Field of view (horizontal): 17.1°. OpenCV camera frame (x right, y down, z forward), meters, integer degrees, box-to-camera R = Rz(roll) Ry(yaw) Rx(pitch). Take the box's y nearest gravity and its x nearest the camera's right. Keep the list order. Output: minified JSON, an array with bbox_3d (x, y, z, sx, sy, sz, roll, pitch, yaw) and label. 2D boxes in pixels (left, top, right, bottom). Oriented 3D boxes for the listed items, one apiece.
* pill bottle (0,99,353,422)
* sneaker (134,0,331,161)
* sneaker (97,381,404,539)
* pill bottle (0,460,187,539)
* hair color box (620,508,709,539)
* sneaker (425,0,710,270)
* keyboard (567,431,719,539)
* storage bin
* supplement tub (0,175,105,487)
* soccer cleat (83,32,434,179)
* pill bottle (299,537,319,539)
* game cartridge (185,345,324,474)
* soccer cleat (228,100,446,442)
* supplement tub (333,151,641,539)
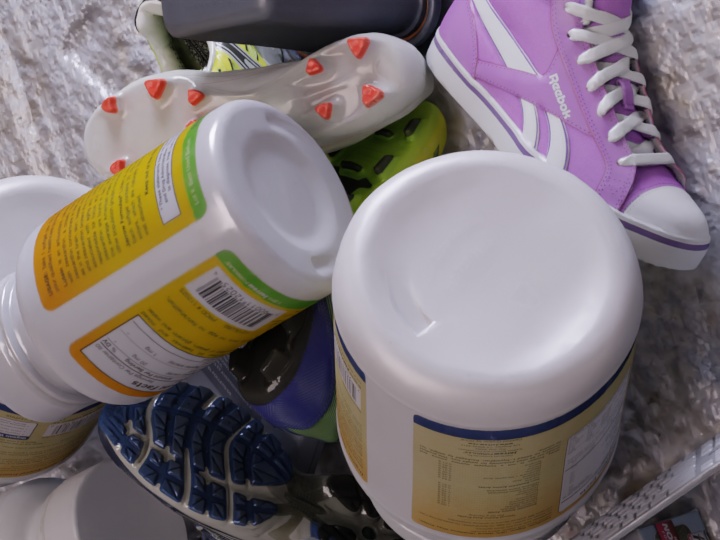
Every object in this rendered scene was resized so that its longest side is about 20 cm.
[{"bbox_3d":[-0.109,0.003,1.258,0.200,0.111,0.111,-30,76,30],"label":"pill bottle"},{"bbox_3d":[-0.067,-0.081,1.376,0.075,0.076,0.200,-48,66,32],"label":"sneaker"},{"bbox_3d":[-0.067,0.138,1.355,0.200,0.077,0.085,31,140,-9],"label":"sneaker"},{"bbox_3d":[-0.204,0.193,1.501,0.200,0.114,0.115,-30,76,39],"label":"pill bottle"},{"bbox_3d":[0.109,0.211,1.270,0.200,0.061,0.099,-32,74,38],"label":"hair color box"},{"bbox_3d":[0.121,-0.096,1.217,0.200,0.073,0.114,47,120,26],"label":"sneaker"},{"bbox_3d":[0.141,0.116,1.189,0.200,0.056,0.011,-37,88,13],"label":"keyboard"},{"bbox_3d":[-0.036,-0.209,1.296,0.145,0.134,0.200,-6,92,41],"label":"storage bin"},{"bbox_3d":[-0.210,0.044,1.440,0.145,0.144,0.200,66,152,14],"label":"supplement tub"},{"bbox_3d":[-0.055,-0.082,1.307,0.200,0.078,0.069,-12,81,21],"label":"soccer cleat"},{"bbox_3d":[-0.099,0.223,1.298,0.200,0.110,0.110,-24,79,12],"label":"pill bottle"},{"bbox_3d":[-0.079,0.019,1.398,0.200,0.040,0.133,49,148,24],"label":"game cartridge"},{"bbox_3d":[-0.001,0.000,1.310,0.065,0.084,0.200,4,61,51],"label":"soccer cleat"},{"bbox_3d":[0.060,0.049,1.186,0.144,0.144,0.200,51,162,24],"label":"supplement tub"}]
